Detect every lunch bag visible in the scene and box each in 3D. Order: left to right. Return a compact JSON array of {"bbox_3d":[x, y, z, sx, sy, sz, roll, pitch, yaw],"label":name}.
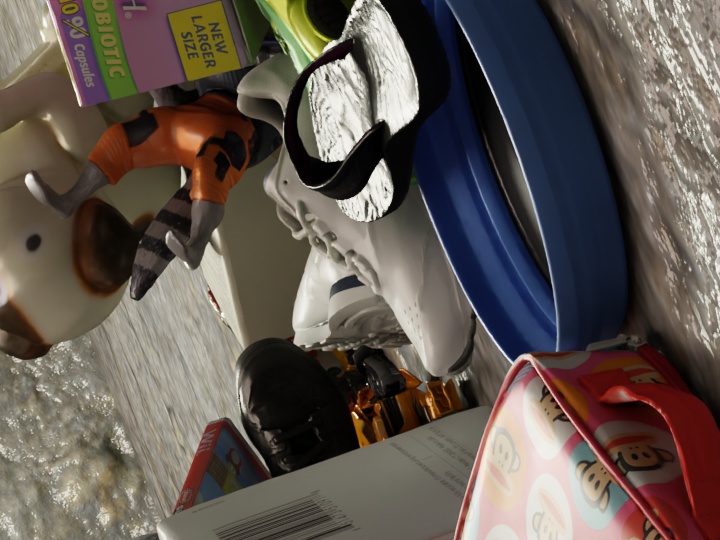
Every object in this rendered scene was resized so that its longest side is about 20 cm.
[{"bbox_3d":[0.111,0.123,1.181,0.200,0.082,0.177,-123,37,-49],"label":"lunch bag"}]

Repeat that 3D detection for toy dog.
[{"bbox_3d":[-0.183,-0.034,1.727,0.194,0.139,0.200,52,-158,-23],"label":"toy dog"}]

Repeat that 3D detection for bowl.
[{"bbox_3d":[0.063,-0.051,1.281,0.201,0.039,0.202,160,90,-79],"label":"bowl"}]

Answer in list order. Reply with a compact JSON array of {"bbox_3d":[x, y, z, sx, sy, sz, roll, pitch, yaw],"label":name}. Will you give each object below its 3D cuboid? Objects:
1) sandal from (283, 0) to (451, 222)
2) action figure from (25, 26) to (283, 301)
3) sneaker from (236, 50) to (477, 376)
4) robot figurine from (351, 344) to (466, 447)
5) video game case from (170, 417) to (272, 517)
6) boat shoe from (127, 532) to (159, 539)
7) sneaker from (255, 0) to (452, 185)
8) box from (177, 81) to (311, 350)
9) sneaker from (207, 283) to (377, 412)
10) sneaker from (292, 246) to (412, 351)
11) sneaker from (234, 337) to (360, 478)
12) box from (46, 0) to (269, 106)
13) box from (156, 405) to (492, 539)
[{"bbox_3d":[-0.007,-0.073,1.316,0.076,0.048,0.201,62,164,13],"label":"sandal"},{"bbox_3d":[-0.099,-0.084,1.647,0.199,0.193,0.105,11,136,43],"label":"action figure"},{"bbox_3d":[0.001,-0.030,1.501,0.075,0.087,0.201,102,145,-67],"label":"sneaker"},{"bbox_3d":[0.033,0.113,1.674,0.200,0.058,0.146,125,124,-78],"label":"robot figurine"},{"bbox_3d":[-0.069,0.199,1.606,0.143,0.017,0.200,56,-147,-29],"label":"video game case"},{"bbox_3d":[-0.095,0.178,1.659,0.200,0.067,0.074,20,-121,-56],"label":"boat shoe"},{"bbox_3d":[-0.015,-0.119,1.451,0.084,0.074,0.200,91,157,-52],"label":"sneaker"},{"bbox_3d":[-0.068,-0.060,1.805,0.095,0.077,0.201,-122,16,-48],"label":"box"},{"bbox_3d":[-0.042,0.054,1.887,0.200,0.077,0.082,-123,15,-49],"label":"sneaker"},{"bbox_3d":[0.000,0.000,1.639,0.200,0.076,0.081,132,129,-73],"label":"sneaker"},{"bbox_3d":[-0.010,0.137,1.619,0.104,0.060,0.201,-137,25,-75],"label":"sneaker"},{"bbox_3d":[-0.114,-0.207,1.548,0.200,0.096,0.177,-78,-27,-68],"label":"box"},{"bbox_3d":[0.022,0.175,1.466,0.199,0.199,0.131,-151,43,-73],"label":"box"}]
